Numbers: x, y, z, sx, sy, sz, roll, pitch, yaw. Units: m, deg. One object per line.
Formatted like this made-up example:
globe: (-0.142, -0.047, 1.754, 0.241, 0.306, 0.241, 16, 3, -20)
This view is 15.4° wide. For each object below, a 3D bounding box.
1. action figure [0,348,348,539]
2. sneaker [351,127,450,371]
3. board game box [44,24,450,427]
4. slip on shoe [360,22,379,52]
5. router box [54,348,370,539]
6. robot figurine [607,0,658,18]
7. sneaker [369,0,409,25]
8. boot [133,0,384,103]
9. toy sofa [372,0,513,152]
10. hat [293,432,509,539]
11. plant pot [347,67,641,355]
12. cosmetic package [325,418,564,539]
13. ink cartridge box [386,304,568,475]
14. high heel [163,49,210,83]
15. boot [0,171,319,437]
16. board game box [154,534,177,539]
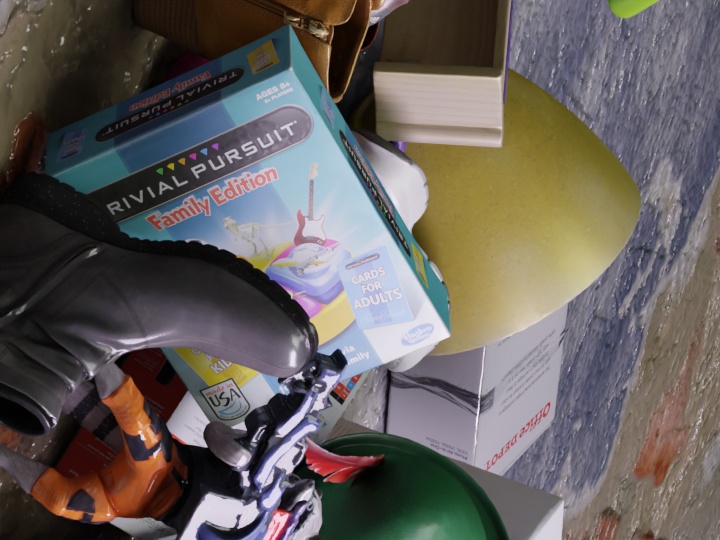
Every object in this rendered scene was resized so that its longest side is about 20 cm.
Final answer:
action figure: (-0.093, 0.095, 1.482, 0.200, 0.193, 0.105, -52, -155, 16)
sneaker: (0.000, 0.000, 1.666, 0.087, 0.074, 0.200, -46, 144, -24)
board game box: (-0.060, -0.018, 1.468, 0.200, 0.150, 0.047, 58, 16, -33)
slip on shoe: (-0.037, -0.189, 1.580, 0.074, 0.061, 0.200, -63, 153, -15)
router box: (-0.088, 0.092, 1.643, 0.180, 0.049, 0.200, -56, 154, -7)
robot figurine: (0.179, -0.273, 1.912, 0.200, 0.115, 0.176, 11, 66, -65)
sneaker: (0.001, -0.229, 1.523, 0.077, 0.082, 0.201, 25, 51, -60)
boot: (-0.049, -0.200, 1.444, 0.071, 0.143, 0.202, -34, 136, -55)
toy sofa: (0.057, -0.165, 1.684, 0.098, 0.082, 0.201, 87, 8, -53)
hat: (0.039, 0.135, 1.618, 0.200, 0.166, 0.176, -40, 167, -41)
plant pot: (0.067, -0.062, 1.773, 0.200, 0.199, 0.142, -53, 122, -36)
cosmetic package: (0.034, 0.180, 1.820, 0.071, 0.199, 0.102, -44, 144, -46)
ink cartridge box: (0.090, 0.047, 1.985, 0.146, 0.084, 0.201, -38, 139, -51)
high heel: (-0.064, -0.065, 1.600, 0.096, 0.067, 0.200, -63, 155, -11)
boot: (-0.133, 0.040, 1.377, 0.132, 0.199, 0.070, -56, 160, -37)
board game box: (-0.129, 0.230, 1.556, 0.103, 0.105, 0.200, -51, 158, 26)
